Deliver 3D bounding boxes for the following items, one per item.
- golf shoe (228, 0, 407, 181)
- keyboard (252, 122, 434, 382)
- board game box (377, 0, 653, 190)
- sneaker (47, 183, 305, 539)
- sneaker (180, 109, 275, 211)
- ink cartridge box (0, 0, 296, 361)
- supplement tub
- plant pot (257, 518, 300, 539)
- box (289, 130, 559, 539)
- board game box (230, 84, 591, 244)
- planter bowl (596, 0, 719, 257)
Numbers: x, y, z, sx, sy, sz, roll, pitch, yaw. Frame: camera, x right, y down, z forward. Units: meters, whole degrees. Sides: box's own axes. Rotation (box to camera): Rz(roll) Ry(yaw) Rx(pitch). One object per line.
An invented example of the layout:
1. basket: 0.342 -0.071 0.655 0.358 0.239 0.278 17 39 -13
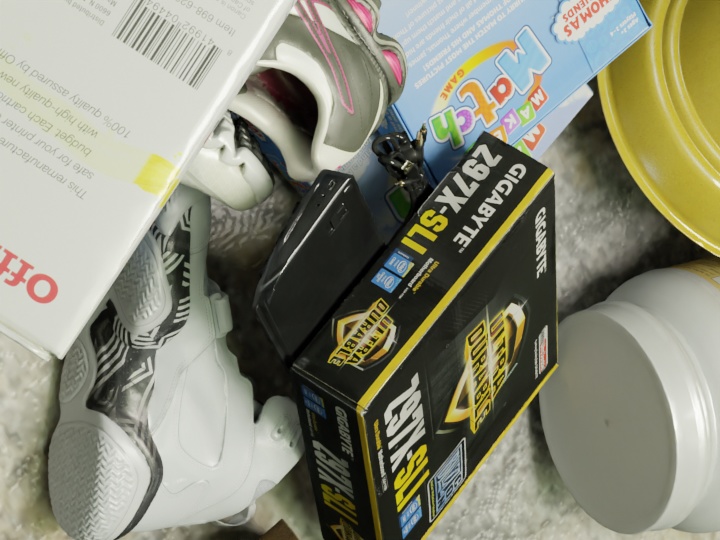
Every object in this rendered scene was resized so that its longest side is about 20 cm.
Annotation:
1. golf shoe: -0.058 -0.131 1.318 0.200 0.077 0.088 46 40 -17
2. keyboard: 0.000 0.000 1.386 0.127 0.021 0.200 -54 159 -13
3. board game box: 0.044 -0.157 1.411 0.151 0.037 0.200 -40 118 -19
4. sneaker: -0.081 0.039 1.420 0.115 0.075 0.200 5 103 -36
5. sneaker: -0.132 -0.079 1.334 0.200 0.075 0.081 32 101 -9
6. ink cartridge box: -0.137 -0.081 1.240 0.145 0.083 0.200 33 85 -3
7. supplement tub: 0.213 0.061 1.573 0.200 0.145 0.146 -14 109 -30
8. plant pot: -0.069 0.254 1.433 0.200 0.186 0.186 -33 119 -6
9. box: 0.037 0.047 1.441 0.160 0.049 0.200 -49 158 -21
10. board game box: 0.012 -0.105 1.456 0.151 0.037 0.200 -50 123 -13
11. planter bowl: 0.231 -0.104 1.525 0.200 0.083 0.201 9 67 -23
